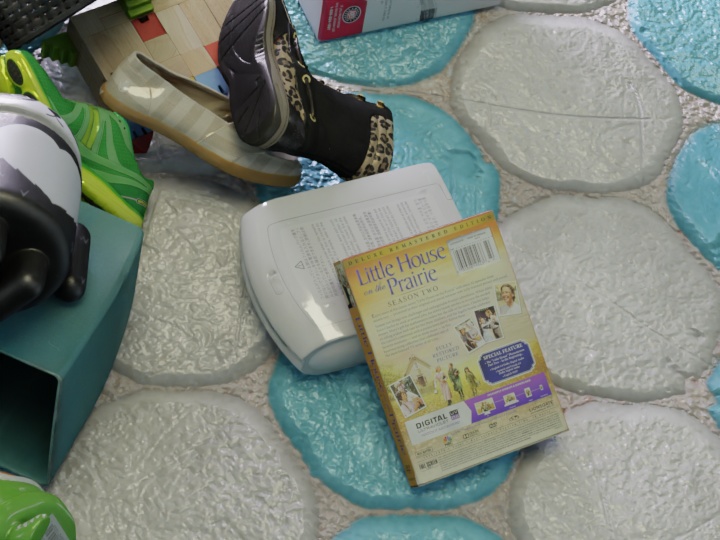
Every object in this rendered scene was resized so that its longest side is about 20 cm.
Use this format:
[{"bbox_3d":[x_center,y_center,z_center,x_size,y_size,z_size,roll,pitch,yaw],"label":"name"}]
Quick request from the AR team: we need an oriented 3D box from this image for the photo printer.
[{"bbox_3d":[0.000,0.000,1.722,0.200,0.069,0.166,-15,61,-19],"label":"photo printer"}]

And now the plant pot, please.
[{"bbox_3d":[-0.263,0.039,1.615,0.141,0.141,0.200,24,47,8],"label":"plant pot"}]

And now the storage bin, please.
[{"bbox_3d":[-0.267,-0.281,1.784,0.135,0.200,0.094,-30,102,11],"label":"storage bin"}]

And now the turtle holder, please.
[{"bbox_3d":[-0.301,0.235,1.481,0.132,0.141,0.186,26,93,28],"label":"turtle holder"}]

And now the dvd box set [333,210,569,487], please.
[{"bbox_3d":[0.076,0.064,1.658,0.146,0.029,0.200,-19,88,-19],"label":"dvd box set"}]

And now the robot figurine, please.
[{"bbox_3d":[-0.275,-0.049,1.511,0.125,0.150,0.200,0,40,-2],"label":"robot figurine"}]

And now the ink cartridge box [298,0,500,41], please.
[{"bbox_3d":[0.044,-0.316,1.913,0.200,0.145,0.083,-14,55,-18],"label":"ink cartridge box"}]

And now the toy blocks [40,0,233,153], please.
[{"bbox_3d":[-0.174,-0.193,1.833,0.200,0.100,0.137,-25,73,-24],"label":"toy blocks"}]

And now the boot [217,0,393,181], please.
[{"bbox_3d":[-0.048,-0.166,1.800,0.151,0.073,0.200,26,36,-34],"label":"boot"}]

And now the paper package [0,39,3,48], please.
[{"bbox_3d":[-0.427,-0.216,1.721,0.103,0.200,0.191,-9,44,36],"label":"paper package"}]

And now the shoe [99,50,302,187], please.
[{"bbox_3d":[-0.133,-0.133,1.764,0.200,0.053,0.070,25,20,-21],"label":"shoe"}]

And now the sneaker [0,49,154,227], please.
[{"bbox_3d":[-0.251,-0.116,1.715,0.074,0.200,0.084,-9,39,36],"label":"sneaker"}]
